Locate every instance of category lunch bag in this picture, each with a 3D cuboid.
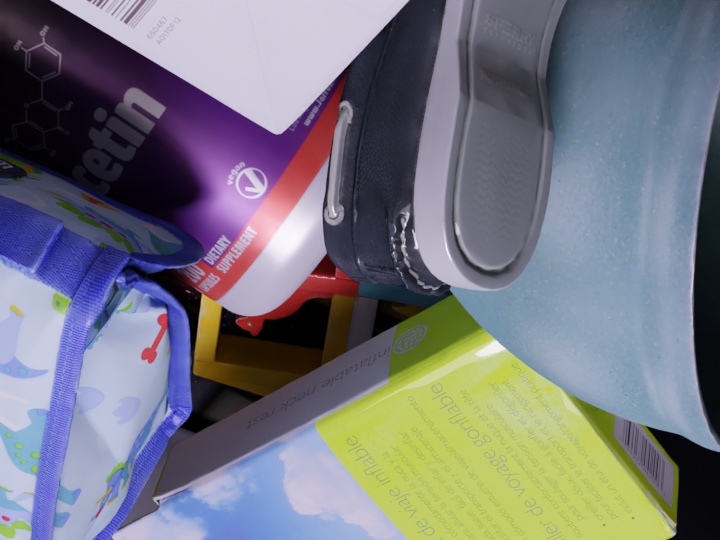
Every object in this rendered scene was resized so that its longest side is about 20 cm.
[{"bbox_3d":[-0.151,0.010,0.832,0.170,0.127,0.200,25,157,10],"label":"lunch bag"}]

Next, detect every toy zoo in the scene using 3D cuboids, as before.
[{"bbox_3d":[0.000,0.000,1.018,0.131,0.020,0.200,10,132,-2],"label":"toy zoo"}]

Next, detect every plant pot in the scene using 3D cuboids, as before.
[{"bbox_3d":[0.090,-0.045,0.866,0.134,0.200,0.200,11,136,25],"label":"plant pot"}]

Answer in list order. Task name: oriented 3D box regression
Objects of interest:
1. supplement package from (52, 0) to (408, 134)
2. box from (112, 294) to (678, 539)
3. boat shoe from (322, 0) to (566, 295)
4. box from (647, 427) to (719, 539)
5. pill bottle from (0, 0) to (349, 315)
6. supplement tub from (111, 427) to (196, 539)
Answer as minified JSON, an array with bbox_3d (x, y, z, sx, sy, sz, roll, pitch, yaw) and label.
[{"bbox_3d":[-0.033,-0.182,0.733,0.152,0.200,0.151,31,129,-20],"label":"supplement package"},{"bbox_3d":[0.014,0.093,0.985,0.200,0.048,0.122,-29,114,24],"label":"box"},{"bbox_3d":[0.031,-0.091,0.769,0.060,0.200,0.076,2,159,38],"label":"boat shoe"},{"bbox_3d":[0.112,0.187,1.067,0.104,0.182,0.200,20,131,-10],"label":"box"},{"bbox_3d":[-0.088,-0.078,0.884,0.200,0.112,0.112,33,129,-8],"label":"pill bottle"},{"bbox_3d":[-0.123,0.177,1.112,0.145,0.145,0.200,22,131,-13],"label":"supplement tub"}]
